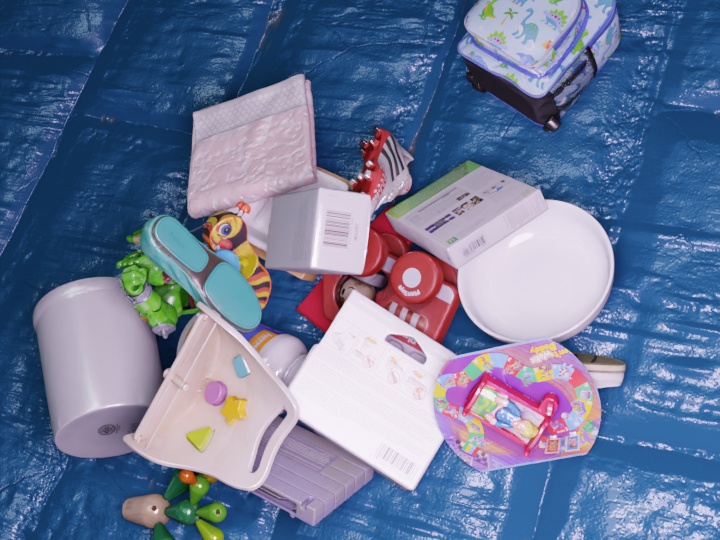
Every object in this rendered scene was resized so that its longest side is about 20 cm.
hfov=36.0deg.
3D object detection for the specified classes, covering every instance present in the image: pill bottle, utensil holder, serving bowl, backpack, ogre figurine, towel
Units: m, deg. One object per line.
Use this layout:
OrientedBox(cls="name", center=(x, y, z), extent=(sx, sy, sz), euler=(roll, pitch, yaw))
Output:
OrientedBox(cls="pill bottle", center=(-0.139, 0.128, 1.487), extent=(0.200, 0.112, 0.112), euler=(18, 73, 31))
OrientedBox(cls="utensil holder", center=(-0.362, 0.138, 1.550), extent=(0.170, 0.170, 0.200), euler=(-24, 59, 11))
OrientedBox(cls="serving bowl", center=(0.227, 0.012, 1.411), extent=(0.199, 0.066, 0.201), euler=(-10, 61, 18))
OrientedBox(cls="backpack", center=(0.254, -0.329, 1.530), extent=(0.200, 0.147, 0.183), euler=(-47, 58, -8))
OrientedBox(cls="ogre figurine", center=(-0.272, 0.013, 1.512), extent=(0.098, 0.120, 0.200), euler=(-21, 22, -7))
OrientedBox(cls="towel", center=(-0.159, -0.180, 1.609), extent=(0.199, 0.032, 0.192), euler=(-15, 58, 19))

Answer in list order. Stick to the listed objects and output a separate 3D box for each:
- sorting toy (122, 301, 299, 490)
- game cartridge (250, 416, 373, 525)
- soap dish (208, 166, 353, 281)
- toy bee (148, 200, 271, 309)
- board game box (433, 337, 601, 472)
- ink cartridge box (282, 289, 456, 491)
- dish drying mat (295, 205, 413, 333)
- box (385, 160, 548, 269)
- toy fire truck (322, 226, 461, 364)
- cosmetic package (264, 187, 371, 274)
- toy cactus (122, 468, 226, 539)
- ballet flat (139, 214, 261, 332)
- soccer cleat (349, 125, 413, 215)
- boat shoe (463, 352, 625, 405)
OrientedBox(cls="sorting toy", center=(-0.162, 0.173, 1.361), extent=(0.180, 0.107, 0.200), euler=(32, 95, 31))
OrientedBox(cls="game cartridge", center=(-0.097, 0.246, 1.411), extent=(0.200, 0.130, 0.039), euler=(20, 117, 31))
OrientedBox(cls="soap dish", center=(-0.106, -0.082, 1.601), extent=(0.200, 0.081, 0.158), euler=(26, 77, 33))
OrientedBox(cls="toy bee", center=(-0.175, -0.034, 1.508), extent=(0.109, 0.200, 0.131), euler=(-44, 51, -6))
OrientedBox(cls="board game box", center=(0.179, 0.168, 1.303), extent=(0.199, 0.158, 0.039), euler=(-14, 17, 19))
OrientedBox(cls="ink cartridge box", center=(0.024, 0.150, 1.389), extent=(0.200, 0.044, 0.174), euler=(33, 77, 2))
OrientedBox(cls="dish drying mat", center=(0.000, 0.000, 1.549), extent=(0.077, 0.018, 0.200), euler=(37, 84, 33))
OrientedBox(cls="box", center=(0.134, -0.077, 1.448), extent=(0.144, 0.036, 0.200), euler=(-32, 26, -10))
OrientedBox(cls="toy fire truck", center=(0.031, 0.041, 1.459), extent=(0.200, 0.112, 0.168), euler=(26, 96, 22))
OrientedBox(cls="cosmetic package", center=(-0.058, -0.047, 1.413), extent=(0.200, 0.074, 0.102), euler=(-177, 94, -70))
OrientedBox(cls="toy cactus", center=(-0.251, 0.320, 1.459), extent=(0.165, 0.102, 0.201), euler=(-5, 71, 33))
OrientedBox(cls="ballet flat", center=(-0.210, 0.005, 1.450), extent=(0.070, 0.200, 0.067), euler=(-11, 38, 55))
OrientedBox(cls="soccer cleat", center=(0.030, -0.120, 1.527), extent=(0.069, 0.085, 0.200), euler=(-42, 22, 35))
OrientedBox(cls="boat shoe", center=(0.221, 0.139, 1.350), extent=(0.199, 0.075, 0.069), euler=(-2, 95, 12))
